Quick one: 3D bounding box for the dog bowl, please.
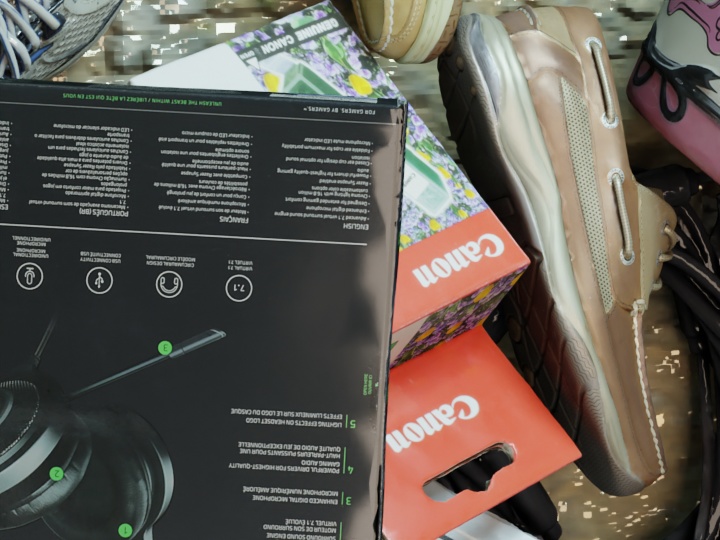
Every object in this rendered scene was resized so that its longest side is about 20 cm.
[{"bbox_3d":[0.192,-0.050,1.183,0.200,0.200,0.074,33,100,-21],"label":"dog bowl"}]

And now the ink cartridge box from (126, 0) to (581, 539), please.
[{"bbox_3d":[0.000,0.000,1.114,0.109,0.050,0.200,-26,72,-39],"label":"ink cartridge box"}]

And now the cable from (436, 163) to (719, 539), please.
[{"bbox_3d":[0.097,0.056,1.222,0.163,0.051,0.201,-6,98,-19],"label":"cable"}]

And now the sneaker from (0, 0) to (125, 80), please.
[{"bbox_3d":[-0.146,-0.084,1.095,0.200,0.085,0.077,-42,108,-14],"label":"sneaker"}]

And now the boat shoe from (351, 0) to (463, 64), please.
[{"bbox_3d":[-0.003,-0.180,1.152,0.076,0.072,0.201,-1,83,-25],"label":"boat shoe"}]

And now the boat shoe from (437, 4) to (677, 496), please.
[{"bbox_3d":[0.092,-0.011,1.161,0.072,0.076,0.201,-18,97,-15],"label":"boat shoe"}]

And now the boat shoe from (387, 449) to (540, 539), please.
[{"bbox_3d":[0.025,0.125,1.157,0.200,0.072,0.071,32,76,-24],"label":"boat shoe"}]

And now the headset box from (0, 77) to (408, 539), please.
[{"bbox_3d":[-0.074,0.036,1.012,0.173,0.093,0.201,2,94,1],"label":"headset box"}]
